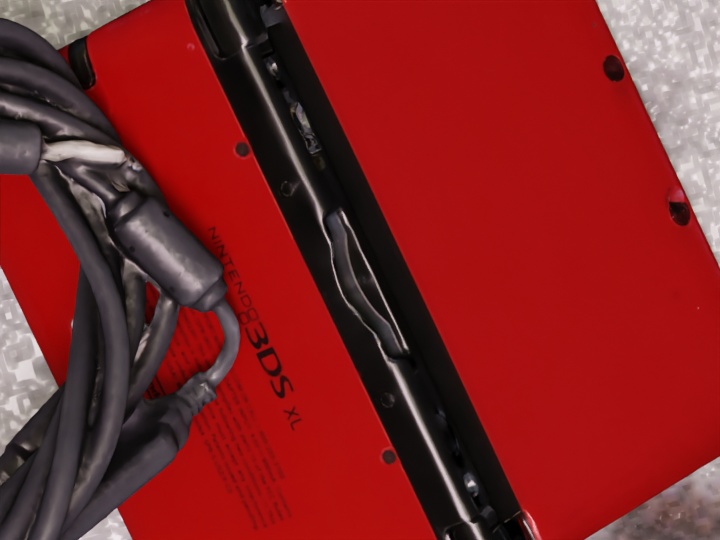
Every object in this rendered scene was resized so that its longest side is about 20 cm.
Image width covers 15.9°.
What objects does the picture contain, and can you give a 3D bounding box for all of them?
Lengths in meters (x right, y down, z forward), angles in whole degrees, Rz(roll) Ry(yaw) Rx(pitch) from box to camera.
[{"bbox_3d":[-0.134,0.019,0.695,0.200,0.051,0.163,-37,104,-25],"label":"cable"},{"bbox_3d":[0.000,0.000,0.795,0.172,0.119,0.200,-24,93,30],"label":"game console"}]
